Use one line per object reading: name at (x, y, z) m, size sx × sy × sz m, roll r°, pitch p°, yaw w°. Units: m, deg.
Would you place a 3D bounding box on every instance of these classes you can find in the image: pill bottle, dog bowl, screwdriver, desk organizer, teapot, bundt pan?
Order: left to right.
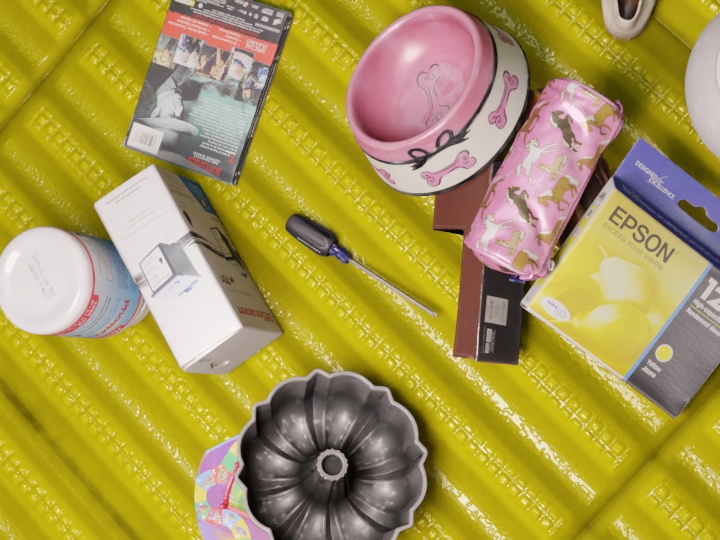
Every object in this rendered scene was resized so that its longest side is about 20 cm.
pill bottle at (-0.296, 0.017, 1.528) m, size 0.107 × 0.200 × 0.110 m, roll -1°, pitch 85°, yaw 16°
bundt pan at (-0.033, 0.210, 1.475) m, size 0.199 × 0.076 × 0.204 m, roll 3°, pitch 67°, yaw -8°
screwdriver at (0.000, 0.000, 1.537) m, size 0.199 × 0.028 × 0.029 m, roll 37°, pitch 126°, yaw 14°
dog bowl at (0.070, -0.181, 1.460) m, size 0.199 × 0.074 × 0.202 m, roll -20°, pitch 54°, yaw 31°
desk organizer at (0.120, -0.008, 1.468) m, size 0.076 × 0.071 × 0.203 m, roll 2°, pitch 85°, yaw 44°
teapot at (0.402, -0.190, 1.376) m, size 0.198 × 0.146 × 0.199 m, roll 24°, pitch 92°, yaw 17°

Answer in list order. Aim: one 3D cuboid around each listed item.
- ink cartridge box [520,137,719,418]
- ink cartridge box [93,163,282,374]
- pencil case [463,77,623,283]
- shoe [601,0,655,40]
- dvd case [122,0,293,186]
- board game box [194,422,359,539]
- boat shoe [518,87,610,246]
ink cartridge box at (0.292, 0.010, 1.405) m, size 0.197 × 0.047 × 0.201 m, roll 35°, pitch 98°, yaw -10°
ink cartridge box at (-0.181, 0.002, 1.525) m, size 0.085 × 0.146 × 0.201 m, roll -33°, pitch 78°, yaw 9°
pencil case at (0.179, -0.088, 1.384) m, size 0.086 × 0.083 × 0.202 m, roll 29°, pitch 86°, yaw -25°
shoe at (0.289, -0.339, 1.466) m, size 0.069 × 0.053 × 0.203 m, roll 9°, pitch 88°, yaw 16°
dvd case at (-0.171, -0.212, 1.604) m, size 0.144 × 0.022 × 0.202 m, roll 19°, pitch 90°, yaw 16°
board game box at (-0.094, 0.243, 1.535) m, size 0.198 × 0.039 × 0.159 m, roll -26°, pitch 79°, yaw 12°
boat shoe at (0.222, -0.094, 1.465) m, size 0.070 × 0.070 × 0.202 m, roll -15°, pitch 84°, yaw -24°
